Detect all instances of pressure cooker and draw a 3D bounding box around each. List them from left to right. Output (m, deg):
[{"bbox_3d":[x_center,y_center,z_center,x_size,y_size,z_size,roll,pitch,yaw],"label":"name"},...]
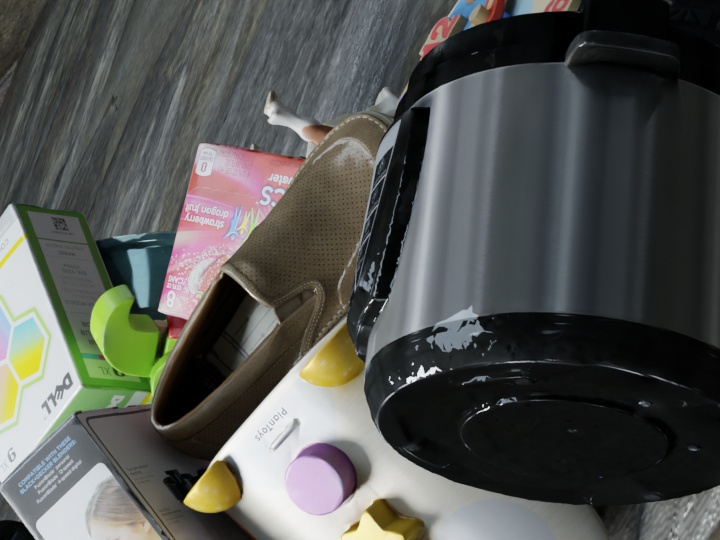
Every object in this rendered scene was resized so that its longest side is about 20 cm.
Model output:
[{"bbox_3d":[0.093,-0.016,0.913,0.175,0.178,0.201,-15,58,40],"label":"pressure cooker"}]

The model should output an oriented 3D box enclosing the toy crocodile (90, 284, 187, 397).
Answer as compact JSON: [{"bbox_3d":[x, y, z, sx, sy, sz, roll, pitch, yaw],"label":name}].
[{"bbox_3d":[-0.067,0.056,1.279,0.068,0.199,0.062,-110,36,-68],"label":"toy crocodile"}]

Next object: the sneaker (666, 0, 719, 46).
[{"bbox_3d":[0.124,-0.097,1.038,0.087,0.077,0.201,-94,26,-53],"label":"sneaker"}]

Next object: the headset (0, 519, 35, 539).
[{"bbox_3d":[-0.168,0.164,1.181,0.123,0.094,0.200,-37,24,16],"label":"headset"}]

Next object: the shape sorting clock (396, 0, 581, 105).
[{"bbox_3d":[0.080,-0.135,1.201,0.200,0.039,0.200,-52,16,22],"label":"shape sorting clock"}]

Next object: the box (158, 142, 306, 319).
[{"bbox_3d":[0.000,0.000,1.150,0.199,0.095,0.100,12,85,37],"label":"box"}]

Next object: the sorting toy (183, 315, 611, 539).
[{"bbox_3d":[0.030,0.121,1.011,0.200,0.180,0.107,-49,-13,28],"label":"sorting toy"}]

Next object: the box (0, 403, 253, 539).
[{"bbox_3d":[-0.080,0.162,1.069,0.060,0.200,0.117,-42,-12,14],"label":"box"}]

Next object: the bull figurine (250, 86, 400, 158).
[{"bbox_3d":[-0.011,-0.042,1.306,0.065,0.121,0.201,122,159,-58],"label":"bull figurine"}]

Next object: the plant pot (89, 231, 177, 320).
[{"bbox_3d":[-0.105,0.097,1.400,0.200,0.199,0.197,148,127,-64],"label":"plant pot"}]

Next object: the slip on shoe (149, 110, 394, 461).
[{"bbox_3d":[-0.041,0.007,1.077,0.076,0.060,0.201,40,101,34],"label":"slip on shoe"}]

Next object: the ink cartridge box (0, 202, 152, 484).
[{"bbox_3d":[-0.190,0.068,1.322,0.104,0.059,0.201,-48,53,33],"label":"ink cartridge box"}]
